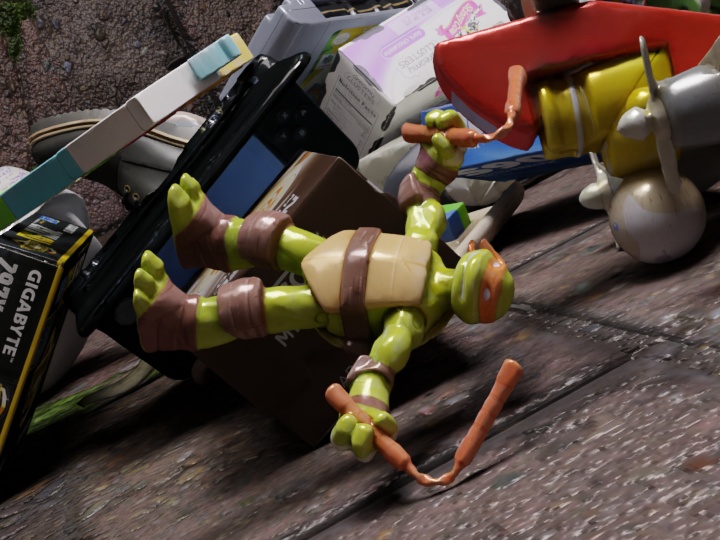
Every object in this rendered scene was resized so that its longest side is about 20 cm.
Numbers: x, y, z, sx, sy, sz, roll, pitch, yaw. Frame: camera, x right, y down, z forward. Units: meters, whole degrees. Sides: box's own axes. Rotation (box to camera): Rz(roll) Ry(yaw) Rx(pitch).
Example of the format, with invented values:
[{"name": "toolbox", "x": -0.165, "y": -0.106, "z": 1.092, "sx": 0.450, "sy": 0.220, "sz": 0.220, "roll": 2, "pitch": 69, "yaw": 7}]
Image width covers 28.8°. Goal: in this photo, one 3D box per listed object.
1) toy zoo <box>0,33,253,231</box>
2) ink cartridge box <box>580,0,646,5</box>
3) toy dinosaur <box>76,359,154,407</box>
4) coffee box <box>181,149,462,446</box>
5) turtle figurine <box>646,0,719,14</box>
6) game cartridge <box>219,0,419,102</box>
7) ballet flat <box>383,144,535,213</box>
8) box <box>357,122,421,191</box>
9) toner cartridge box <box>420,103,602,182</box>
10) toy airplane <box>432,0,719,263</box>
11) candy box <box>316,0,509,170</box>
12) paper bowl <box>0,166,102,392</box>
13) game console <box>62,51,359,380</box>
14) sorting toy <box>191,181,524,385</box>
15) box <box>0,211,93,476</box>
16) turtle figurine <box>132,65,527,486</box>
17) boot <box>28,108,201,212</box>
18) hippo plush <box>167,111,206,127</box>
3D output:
[{"name": "toy zoo", "x": -0.145, "y": -0.085, "z": 0.850, "sx": 0.200, "sy": 0.021, "sz": 0.131, "roll": -29, "pitch": 10, "yaw": 31}, {"name": "ink cartridge box", "x": 0.191, "y": -0.198, "z": 1.081, "sx": 0.050, "sy": 0.109, "sz": 0.200, "roll": 12, "pitch": -13, "yaw": 2}, {"name": "toy dinosaur", "x": -0.119, "y": 0.022, "z": 0.990, "sx": 0.088, "sy": 0.047, "sz": 0.200, "roll": 9, "pitch": 63, "yaw": 54}, {"name": "coffee box", "x": -0.028, "y": 0.004, "z": 0.722, "sx": 0.114, "sy": 0.080, "sz": 0.200, "roll": -51, "pitch": 10, "yaw": -1}, {"name": "turtle figurine", "x": 0.268, "y": -0.245, "z": 1.184, "sx": 0.194, "sy": 0.200, "sz": 0.144, "roll": -45, "pitch": 4, "yaw": -41}, {"name": "game cartridge", "x": -0.024, "y": -0.184, "z": 1.214, "sx": 0.200, "sy": 0.041, "sz": 0.133, "roll": -19, "pitch": -23, "yaw": -45}, {"name": "ballet flat", "x": 0.109, "y": -0.090, "z": 1.036, "sx": 0.199, "sy": 0.073, "sz": 0.073, "roll": -27, "pitch": 9, "yaw": -20}, {"name": "box", "x": 0.091, "y": -0.104, "z": 1.151, "sx": 0.082, "sy": 0.069, "sz": 0.200, "roll": -17, "pitch": 12, "yaw": 45}, {"name": "toner cartridge box", "x": 0.145, "y": -0.092, "z": 0.850, "sx": 0.199, "sy": 0.043, "sz": 0.095, "roll": -10, "pitch": -4, "yaw": 38}, {"name": "toy airplane", "x": 0.157, "y": -0.071, "z": 0.659, "sx": 0.200, "sy": 0.142, "sz": 0.199, "roll": 16, "pitch": -11, "yaw": -42}, {"name": "candy box", "x": 0.033, "y": -0.142, "z": 1.230, "sx": 0.168, "sy": 0.072, "sz": 0.200, "roll": -36, "pitch": -16, "yaw": -34}, {"name": "paper bowl", "x": -0.284, "y": 0.024, "z": 1.163, "sx": 0.201, "sy": 0.104, "sz": 0.201, "roll": 23, "pitch": -90, "yaw": -83}, {"name": "game console", "x": -0.077, "y": -0.023, "z": 0.853, "sx": 0.200, "sy": 0.176, "sz": 0.116, "roll": -51, "pitch": 46, "yaw": -4}, {"name": "sorting toy", "x": 0.000, "y": 0.000, "z": 0.912, "sx": 0.199, "sy": 0.037, "sz": 0.185, "roll": -22, "pitch": 10, "yaw": 24}, {"name": "box", "x": -0.228, "y": 0.050, "z": 0.916, "sx": 0.049, "sy": 0.160, "sz": 0.200, "roll": 17, "pitch": 5, "yaw": -7}, {"name": "turtle figurine", "x": -0.003, "y": -0.003, "z": 0.578, "sx": 0.161, "sy": 0.064, "sz": 0.201, "roll": 5, "pitch": 59, "yaw": 14}, {"name": "boot", "x": -0.165, "y": -0.043, "z": 1.071, "sx": 0.199, "sy": 0.139, "sz": 0.077, "roll": 5, "pitch": -18, "yaw": 9}, {"name": "hippo plush", "x": -0.112, "y": -0.030, "z": 1.197, "sx": 0.161, "sy": 0.159, "sz": 0.201, "roll": 39, "pitch": -106, "yaw": -81}]
